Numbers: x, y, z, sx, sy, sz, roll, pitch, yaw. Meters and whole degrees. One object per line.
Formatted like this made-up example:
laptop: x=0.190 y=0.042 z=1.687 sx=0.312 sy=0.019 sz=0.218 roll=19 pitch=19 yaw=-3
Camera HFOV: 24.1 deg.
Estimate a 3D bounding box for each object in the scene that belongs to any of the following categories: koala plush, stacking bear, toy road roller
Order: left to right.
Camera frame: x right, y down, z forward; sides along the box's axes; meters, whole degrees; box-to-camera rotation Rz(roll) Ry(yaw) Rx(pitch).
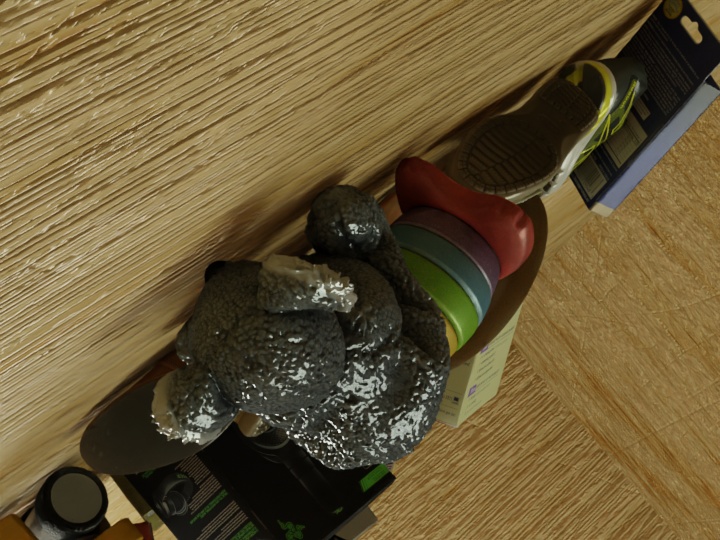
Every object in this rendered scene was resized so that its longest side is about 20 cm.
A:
toy road roller: x=-0.258 y=0.269 z=1.362 sx=0.200 sy=0.146 sz=0.123 roll=-36 pitch=172 yaw=-36
koala plush: x=-0.043 y=0.047 z=1.113 sx=0.177 sy=0.184 sz=0.200 roll=-42 pitch=161 yaw=13
stacking bear: x=0.031 y=0.033 z=1.285 sx=0.200 sy=0.121 sz=0.114 roll=-53 pitch=157 yaw=-24

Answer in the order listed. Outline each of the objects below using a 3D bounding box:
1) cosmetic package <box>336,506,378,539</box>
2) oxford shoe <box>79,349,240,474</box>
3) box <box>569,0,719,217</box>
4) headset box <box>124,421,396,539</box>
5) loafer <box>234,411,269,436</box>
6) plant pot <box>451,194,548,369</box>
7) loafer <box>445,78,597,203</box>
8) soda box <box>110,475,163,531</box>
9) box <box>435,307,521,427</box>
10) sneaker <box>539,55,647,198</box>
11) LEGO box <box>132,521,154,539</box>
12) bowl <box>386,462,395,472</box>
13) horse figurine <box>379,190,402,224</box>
cosmetic package: x=-0.089 y=0.202 z=1.640 sx=0.087 sy=0.200 sz=0.103 roll=-33 pitch=170 yaw=-38
oxford shoe: x=-0.127 y=0.086 z=1.287 sx=0.200 sy=0.071 sz=0.071 roll=-33 pitch=-153 yaw=-2
box: x=0.269 y=-0.161 z=1.611 sx=0.032 sy=0.121 sz=0.200 roll=20 pitch=122 yaw=-34
headset box: x=-0.089 y=0.172 z=1.453 sx=0.093 sy=0.200 sz=0.174 roll=-45 pitch=171 yaw=35
loafer: x=-0.060 y=0.039 z=1.347 sx=0.200 sy=0.068 sz=0.076 roll=-59 pitch=170 yaw=12
plant pot: x=0.082 y=0.001 z=1.490 sx=0.200 sy=0.027 sz=0.200 roll=-37 pitch=-147 yaw=29
loafer: x=0.135 y=-0.095 z=1.433 sx=0.200 sy=0.076 sz=0.068 roll=-35 pitch=165 yaw=-45
soda box: x=-0.193 y=0.193 z=1.570 sx=0.064 sy=0.068 sz=0.200 roll=-38 pitch=173 yaw=-12
box: x=0.107 y=0.044 z=1.797 sx=0.176 sy=0.096 sz=0.201 roll=-23 pitch=130 yaw=-70
sneaker: x=0.208 y=-0.133 z=1.598 sx=0.084 sy=0.075 sz=0.200 roll=-18 pitch=163 yaw=-29
LEGO box: x=-0.266 y=0.299 z=1.574 sx=0.148 sy=0.077 sz=0.200 roll=-10 pitch=165 yaw=-12
bowl: x=-0.046 y=0.143 z=1.744 sx=0.094 sy=0.201 sz=0.201 roll=-13 pitch=-175 yaw=24
horse figurine: x=-0.009 y=0.029 z=1.411 sx=0.200 sy=0.133 sz=0.050 roll=-28 pitch=-172 yaw=6
